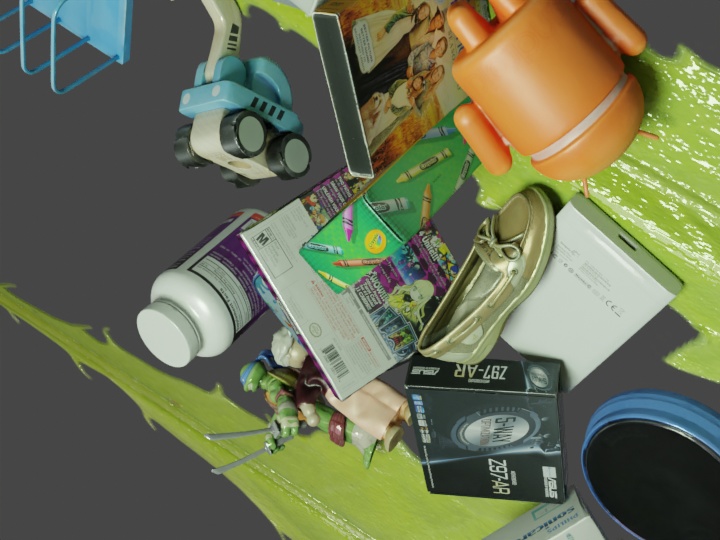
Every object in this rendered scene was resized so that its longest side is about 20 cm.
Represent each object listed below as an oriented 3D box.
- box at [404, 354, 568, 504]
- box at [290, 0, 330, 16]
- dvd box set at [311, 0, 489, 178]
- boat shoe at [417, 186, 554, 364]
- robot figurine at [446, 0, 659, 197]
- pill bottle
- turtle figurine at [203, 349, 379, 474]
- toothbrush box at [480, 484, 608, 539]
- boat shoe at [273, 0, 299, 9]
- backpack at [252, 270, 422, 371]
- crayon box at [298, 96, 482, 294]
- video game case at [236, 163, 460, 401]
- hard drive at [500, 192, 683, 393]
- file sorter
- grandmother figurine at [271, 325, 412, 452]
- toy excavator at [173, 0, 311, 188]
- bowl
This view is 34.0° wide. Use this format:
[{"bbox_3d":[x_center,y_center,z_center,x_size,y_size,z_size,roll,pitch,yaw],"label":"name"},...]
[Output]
[{"bbox_3d":[0.140,0.174,1.272,0.159,0.044,0.201,3,137,15],"label":"box"},{"bbox_3d":[-0.004,-0.341,0.909,0.130,0.199,0.201,39,140,8],"label":"box"},{"bbox_3d":[0.044,-0.190,0.993,0.029,0.200,0.147,13,130,36],"label":"dvd box set"},{"bbox_3d":[0.122,0.007,1.149,0.202,0.063,0.073,-62,38,30],"label":"boat shoe"},{"bbox_3d":[0.155,-0.157,0.984,0.200,0.144,0.116,46,155,-10],"label":"robot figurine"},{"bbox_3d":[-0.161,0.021,1.351,0.112,0.200,0.113,23,136,25],"label":"pill bottle"},{"bbox_3d":[-0.079,0.207,1.453,0.192,0.201,0.145,20,133,5],"label":"turtle figurine"},{"bbox_3d":[0.235,0.370,1.329,0.146,0.085,0.201,-32,104,6],"label":"toothbrush box"},{"bbox_3d":[-0.087,-0.296,1.122,0.198,0.074,0.066,19,94,4],"label":"boat shoe"},{"bbox_3d":[-0.022,0.023,1.294,0.163,0.153,0.201,-25,93,55],"label":"backpack"},{"bbox_3d":[0.043,-0.074,1.092,0.058,0.200,0.119,47,140,-4],"label":"crayon box"},{"bbox_3d":[0.000,0.000,1.204,0.201,0.181,0.036,58,169,-8],"label":"video game case"},{"bbox_3d":[0.210,0.028,1.167,0.132,0.027,0.200,42,140,6],"label":"hard drive"},{"bbox_3d":[-0.368,-0.311,1.316,0.199,0.123,0.139,33,139,15],"label":"file sorter"},{"bbox_3d":[-0.028,0.133,1.398,0.199,0.121,0.061,36,153,19],"label":"grandmother figurine"},{"bbox_3d":[-0.136,-0.208,1.227,0.099,0.202,0.194,-6,160,42],"label":"toy excavator"},{"bbox_3d":[0.319,0.214,1.217,0.199,0.039,0.202,24,135,26],"label":"bowl"}]
